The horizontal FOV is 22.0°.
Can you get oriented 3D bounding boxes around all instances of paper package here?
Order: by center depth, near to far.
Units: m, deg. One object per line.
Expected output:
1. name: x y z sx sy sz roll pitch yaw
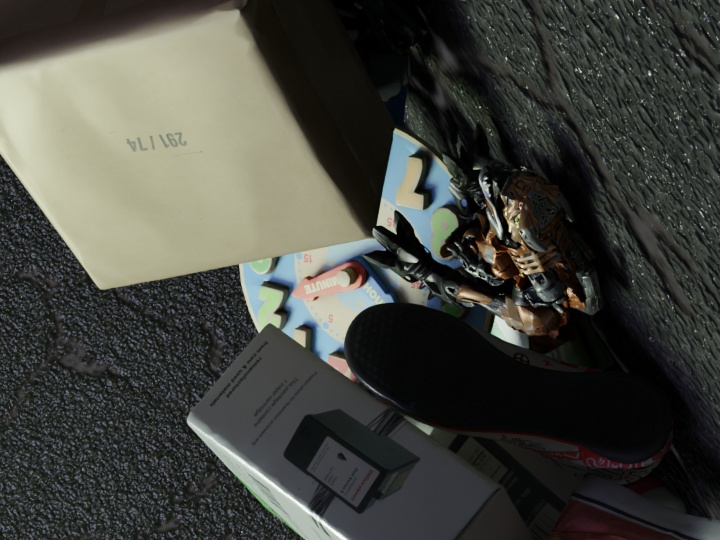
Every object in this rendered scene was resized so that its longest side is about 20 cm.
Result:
1. paper package: -0.103 -0.096 1.092 0.191 0.199 0.104 60 -149 -37

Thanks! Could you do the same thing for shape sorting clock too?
1. shape sorting clock: 0.000 0.000 1.209 0.039 0.200 0.201 -26 -97 -53

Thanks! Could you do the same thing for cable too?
1. cable: -0.014 -0.197 1.127 0.164 0.051 0.200 62 176 16

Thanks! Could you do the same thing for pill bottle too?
1. pill bottle: 0.106 0.138 1.229 0.200 0.120 0.120 41 165 30

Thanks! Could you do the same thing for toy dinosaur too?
1. toy dinosaur: 0.085 -0.001 1.071 0.135 0.102 0.201 33 142 28

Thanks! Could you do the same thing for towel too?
1. towel: 0.102 0.016 1.246 0.150 0.031 0.200 57 173 5

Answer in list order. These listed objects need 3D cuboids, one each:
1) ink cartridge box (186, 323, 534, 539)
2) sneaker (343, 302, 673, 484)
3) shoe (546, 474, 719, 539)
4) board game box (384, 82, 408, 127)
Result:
1. ink cartridge box: 0.009 0.141 1.133 0.200 0.084 0.146 33 166 33
2. sneaker: 0.090 0.080 1.121 0.200 0.068 0.108 14 166 13
3. shoe: 0.173 0.186 1.035 0.200 0.091 0.072 17 155 52
4. board game box: -0.083 -0.133 1.266 0.152 0.199 0.045 -144 59 -73
